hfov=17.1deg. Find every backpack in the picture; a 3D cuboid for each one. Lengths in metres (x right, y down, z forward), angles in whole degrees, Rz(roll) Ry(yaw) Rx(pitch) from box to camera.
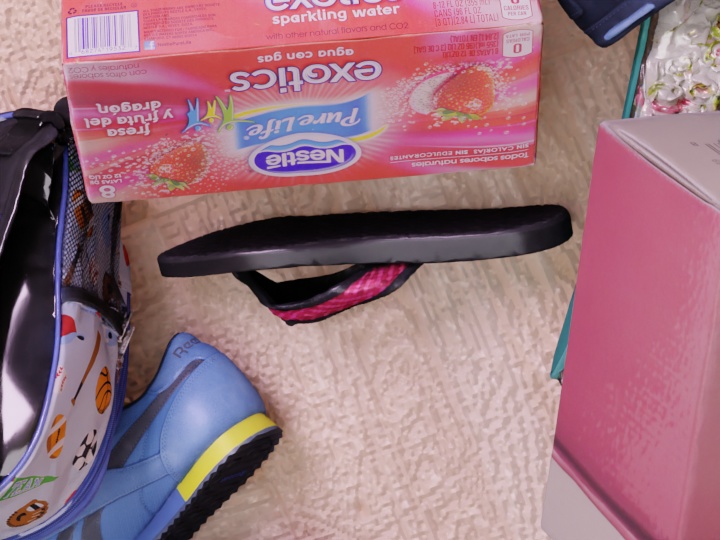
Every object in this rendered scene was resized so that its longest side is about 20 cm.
[{"bbox_3d":[-0.195,0.037,1.112,0.199,0.154,0.191,-9,63,22],"label":"backpack"}]

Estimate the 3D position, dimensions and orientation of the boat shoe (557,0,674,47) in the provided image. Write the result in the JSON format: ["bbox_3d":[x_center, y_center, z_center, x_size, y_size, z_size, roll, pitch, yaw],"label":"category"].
[{"bbox_3d":[0.169,-0.152,0.985,0.199,0.084,0.069,-20,103,37],"label":"boat shoe"}]

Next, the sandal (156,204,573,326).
[{"bbox_3d":[0.000,0.000,1.113,0.199,0.075,0.045,-3,104,13],"label":"sandal"}]

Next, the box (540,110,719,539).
[{"bbox_3d":[0.166,0.042,1.022,0.127,0.109,0.201,-7,117,-24],"label":"box"}]

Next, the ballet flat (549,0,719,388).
[{"bbox_3d":[0.136,-0.031,1.070,0.064,0.076,0.201,14,111,2],"label":"ballet flat"}]

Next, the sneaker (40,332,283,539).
[{"bbox_3d":[-0.123,0.114,1.189,0.078,0.066,0.200,48,113,14],"label":"sneaker"}]

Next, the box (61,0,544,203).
[{"bbox_3d":[-0.026,-0.103,1.032,0.199,0.103,0.095,-6,144,-2],"label":"box"}]
